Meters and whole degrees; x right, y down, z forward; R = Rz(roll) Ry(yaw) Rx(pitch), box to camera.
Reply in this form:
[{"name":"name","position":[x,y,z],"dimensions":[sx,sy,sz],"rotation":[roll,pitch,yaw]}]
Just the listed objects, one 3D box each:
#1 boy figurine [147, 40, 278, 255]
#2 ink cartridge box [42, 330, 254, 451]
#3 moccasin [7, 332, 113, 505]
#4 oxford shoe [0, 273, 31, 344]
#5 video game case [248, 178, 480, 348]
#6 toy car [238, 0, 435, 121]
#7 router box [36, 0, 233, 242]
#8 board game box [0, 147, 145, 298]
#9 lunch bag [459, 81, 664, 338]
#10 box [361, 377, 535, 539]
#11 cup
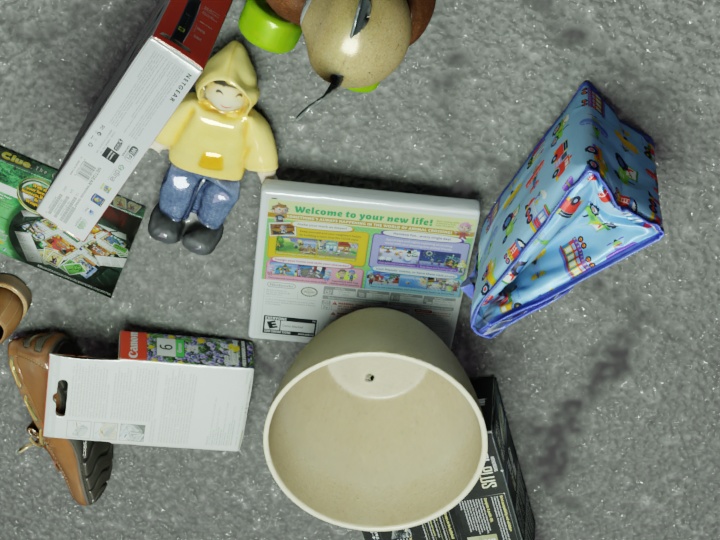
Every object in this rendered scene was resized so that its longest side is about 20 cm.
[{"name":"boy figurine","position":[-0.127,-0.109,1.361],"dimensions":[0.123,0.065,0.201],"rotation":[21,128,-5]},{"name":"ink cartridge box","position":[-0.210,0.117,1.508],"dimensions":[0.197,0.051,0.110],"rotation":[6,124,-11]},{"name":"moccasin","position":[-0.309,0.155,1.559],"dimensions":[0.077,0.074,0.203],"rotation":[0,128,24]},{"name":"oxford shoe","position":[-0.414,0.077,1.522],"dimensions":[0.199,0.072,0.071],"rotation":[-34,115,28]},{"name":"video game case","position":[0.000,0.000,1.417],"dimensions":[0.197,0.022,0.183],"rotation":[6,131,-4]},{"name":"toy car","position":[-0.020,-0.202,1.200],"dimensions":[0.156,0.201,0.165],"rotation":[24,124,-9]},{"name":"router box","position":[-0.182,-0.150,1.271],"dimensions":[0.049,0.180,0.200],"rotation":[32,123,-14]},{"name":"board game box","position":[-0.312,-0.054,1.448],"dimensions":[0.198,0.024,0.105],"rotation":[23,126,-8]},{"name":"lunch bag","position":[0.156,-0.038,1.315],"dimensions":[0.094,0.151,0.200],"rotation":[38,120,-18]},{"name":"box","position":[0.078,0.221,1.540],"dimensions":[0.162,0.086,0.202],"rotation":[-10,122,14]},{"name":"cup","position":[0.014,0.116,1.399],"dimensions":[0.198,0.144,0.202],"rotation":[0,122,1]}]
